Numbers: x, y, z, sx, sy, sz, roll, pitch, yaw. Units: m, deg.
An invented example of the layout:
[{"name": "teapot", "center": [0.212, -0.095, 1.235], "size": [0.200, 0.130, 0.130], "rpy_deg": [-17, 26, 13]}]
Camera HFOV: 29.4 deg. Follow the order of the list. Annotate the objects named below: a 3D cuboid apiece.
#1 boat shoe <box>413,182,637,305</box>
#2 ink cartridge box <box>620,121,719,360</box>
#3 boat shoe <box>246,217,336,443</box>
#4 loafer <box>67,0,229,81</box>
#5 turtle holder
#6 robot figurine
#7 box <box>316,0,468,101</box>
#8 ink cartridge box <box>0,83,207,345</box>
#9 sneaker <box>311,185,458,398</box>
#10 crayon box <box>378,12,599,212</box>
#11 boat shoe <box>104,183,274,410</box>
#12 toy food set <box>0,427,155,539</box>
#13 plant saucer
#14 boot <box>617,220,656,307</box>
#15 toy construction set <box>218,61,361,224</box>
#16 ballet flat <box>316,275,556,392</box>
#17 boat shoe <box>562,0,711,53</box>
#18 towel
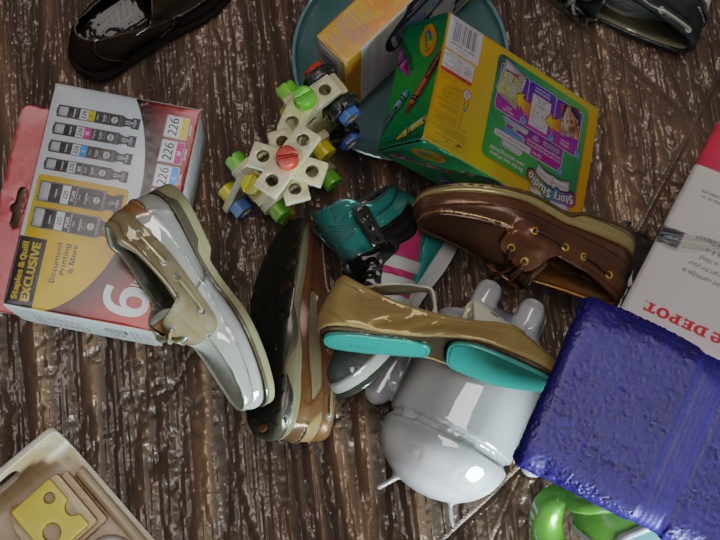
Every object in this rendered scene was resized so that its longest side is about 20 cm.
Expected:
[{"name": "boat shoe", "center": [0.139, -0.021, 1.160], "size": [0.200, 0.072, 0.068], "rpy_deg": [15, 64, -11]}, {"name": "ink cartridge box", "center": [0.318, 0.000, 1.145], "size": [0.145, 0.084, 0.200], "rpy_deg": [26, 76, 16]}, {"name": "boat shoe", "center": [-0.051, 0.056, 1.197], "size": [0.074, 0.076, 0.201], "rpy_deg": [18, 67, -31]}, {"name": "loafer", "center": [-0.183, -0.250, 1.253], "size": [0.200, 0.071, 0.073], "rpy_deg": [-43, 82, -10]}, {"name": "turtle holder", "center": [0.234, 0.203, 1.135], "size": [0.185, 0.141, 0.132], "rpy_deg": [-25, 96, -14]}, {"name": "robot figurine", "center": [0.090, 0.111, 1.161], "size": [0.169, 0.113, 0.200], "rpy_deg": [24, 77, 17]}, {"name": "box", "center": [0.045, -0.234, 1.197], "size": [0.041, 0.119, 0.200], "rpy_deg": [42, 79, 10]}, {"name": "ink cartridge box", "center": [-0.241, -0.051, 1.201], "size": [0.175, 0.084, 0.201], "rpy_deg": [10, 78, 0]}, {"name": "sneaker", "center": [0.000, 0.000, 1.160], "size": [0.121, 0.084, 0.200], "rpy_deg": [45, 52, -18]}, {"name": "crayon box", "center": [0.115, -0.121, 1.183], "size": [0.200, 0.058, 0.119], "rpy_deg": [26, 68, -35]}, {"name": "boat shoe", "center": [-0.142, 0.032, 1.125], "size": [0.068, 0.075, 0.200], "rpy_deg": [-29, 91, -30]}, {"name": "toy food set", "center": [-0.248, 0.250, 1.146], "size": [0.143, 0.060, 0.200], "rpy_deg": [-41, 82, -9]}, {"name": "plant saucer", "center": [0.036, -0.192, 1.266], "size": [0.199, 0.036, 0.201], "rpy_deg": [0, 77, -1]}, {"name": "boot", "center": [0.306, 0.002, 1.219], "size": [0.174, 0.069, 0.200], "rpy_deg": [29, 71, 13]}, {"name": "toy construction set", "center": [-0.060, -0.101, 1.160], "size": [0.131, 0.200, 0.092], "rpy_deg": [-36, 92, -9]}, {"name": "ballet flat", "center": [0.067, 0.044, 1.085], "size": [0.199, 0.069, 0.063], "rpy_deg": [13, 66, -1]}, {"name": "boat shoe", "center": [0.225, -0.259, 1.268], "size": [0.199, 0.076, 0.060], "rpy_deg": [18, 72, 3]}, {"name": "towel", "center": [0.228, 0.125, 1.048], "size": [0.200, 0.050, 0.148], "rpy_deg": [27, 80, -3]}]
